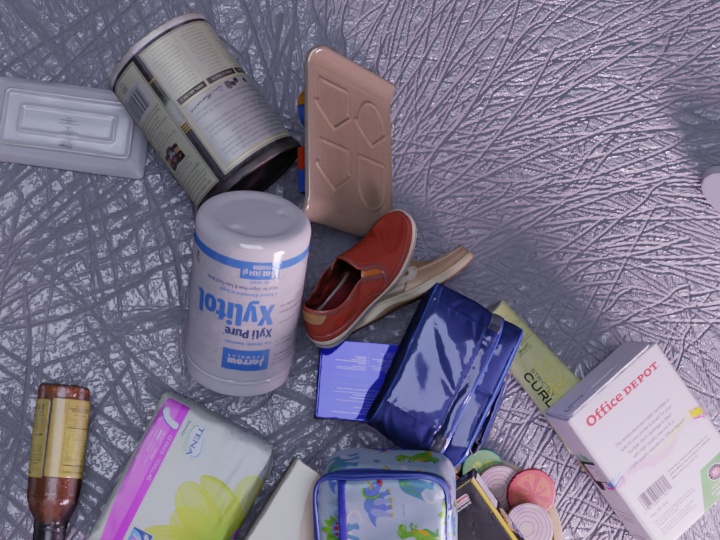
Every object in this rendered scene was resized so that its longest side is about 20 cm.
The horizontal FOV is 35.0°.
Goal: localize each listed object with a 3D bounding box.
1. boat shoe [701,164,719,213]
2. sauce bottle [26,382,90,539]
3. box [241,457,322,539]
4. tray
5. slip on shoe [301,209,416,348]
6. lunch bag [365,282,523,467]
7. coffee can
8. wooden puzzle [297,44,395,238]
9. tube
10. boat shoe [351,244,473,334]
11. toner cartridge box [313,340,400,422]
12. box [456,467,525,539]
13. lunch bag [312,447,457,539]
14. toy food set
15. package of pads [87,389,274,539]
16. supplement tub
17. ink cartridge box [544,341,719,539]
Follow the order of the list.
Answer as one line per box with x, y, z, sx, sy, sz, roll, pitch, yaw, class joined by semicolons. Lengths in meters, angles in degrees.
0.533;-0.094;1.472;0.197;0.071;0.070;22;52;2;boat shoe
-0.352;0.233;1.317;0.065;0.066;0.203;6;81;-5;sauce bottle
-0.098;0.321;1.315;0.077;0.095;0.201;33;80;0;box
-0.359;-0.178;1.407;0.197;0.022;0.109;7;81;-5;tray
0.000;0.000;1.342;0.073;0.062;0.201;21;60;36;slip on shoe
0.098;0.132;1.301;0.131;0.136;0.202;26;82;0;lunch bag
-0.185;-0.182;1.362;0.146;0.146;0.201;-36;86;-11;coffee can
-0.022;-0.147;1.379;0.046;0.184;0.203;-2;80;33;wooden puzzle
0.222;0.125;1.406;0.200;0.052;0.058;49;123;-3;tube
0.044;0.012;1.392;0.198;0.071;0.065;-28;85;-9;boat shoe
0.045;0.140;1.385;0.197;0.043;0.097;6;81;-5;toner cartridge box
0.097;0.350;1.308;0.199;0.049;0.161;-36;90;12;box
0.026;0.297;1.239;0.158;0.083;0.203;2;106;9;lunch bag
0.151;0.318;1.364;0.195;0.049;0.203;-19;82;-9;toy food set
-0.202;0.261;1.326;0.153;0.068;0.202;26;79;-1;package of pads
-0.129;0.025;1.295;0.130;0.133;0.203;6;120;-5;supplement tub
0.339;0.206;1.369;0.144;0.084;0.201;-38;97;-11;ink cartridge box
